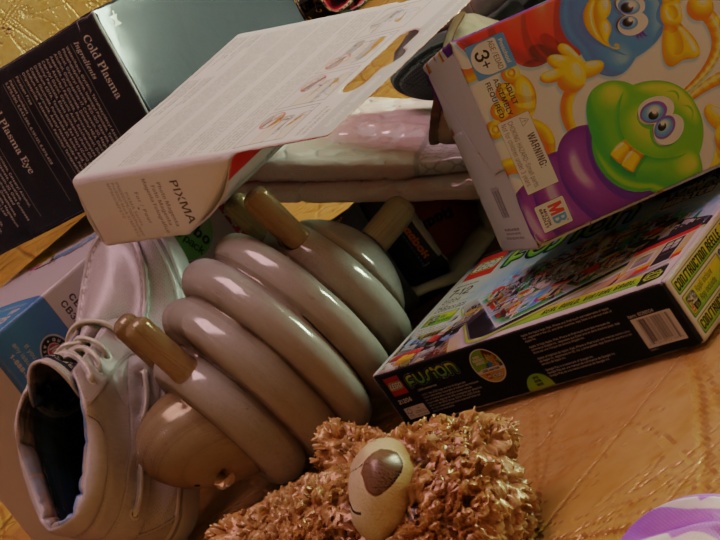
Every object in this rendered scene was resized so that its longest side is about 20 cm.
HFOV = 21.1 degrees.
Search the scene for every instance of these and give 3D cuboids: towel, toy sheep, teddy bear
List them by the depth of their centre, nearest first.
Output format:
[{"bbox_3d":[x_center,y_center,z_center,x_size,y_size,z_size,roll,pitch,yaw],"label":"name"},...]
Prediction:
[{"bbox_3d":[-0.018,0.115,0.810,0.145,0.067,0.200,-46,16,-30],"label":"teddy bear"},{"bbox_3d":[-0.042,0.034,1.013,0.200,0.138,0.138,-48,14,-8],"label":"toy sheep"},{"bbox_3d":[0.015,-0.079,1.175,0.190,0.032,0.200,0,16,13],"label":"towel"}]

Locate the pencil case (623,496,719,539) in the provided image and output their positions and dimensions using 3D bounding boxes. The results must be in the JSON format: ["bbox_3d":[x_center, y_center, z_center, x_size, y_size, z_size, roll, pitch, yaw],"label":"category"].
[{"bbox_3d":[0.055,0.144,0.465,0.200,0.084,0.086,-44,-9,-36],"label":"pencil case"}]

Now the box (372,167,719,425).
[{"bbox_3d":[0.105,0.012,0.927,0.200,0.035,0.110,-22,19,48],"label":"box"}]

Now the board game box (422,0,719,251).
[{"bbox_3d":[0.145,-0.096,0.915,0.200,0.103,0.105,-24,2,-5],"label":"board game box"}]

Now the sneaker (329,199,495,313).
[{"bbox_3d":[0.000,0.000,1.148,0.200,0.079,0.079,-38,7,-17],"label":"sneaker"}]

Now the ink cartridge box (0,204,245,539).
[{"bbox_3d":[-0.146,0.049,1.200,0.200,0.147,0.146,-45,15,-32],"label":"ink cartridge box"}]

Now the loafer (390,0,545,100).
[{"bbox_3d":[0.091,-0.162,1.144,0.200,0.072,0.063,-27,56,48],"label":"loafer"}]

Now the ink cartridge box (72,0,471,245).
[{"bbox_3d":[-0.037,-0.083,1.029,0.200,0.057,0.163,-1,34,42],"label":"ink cartridge box"}]

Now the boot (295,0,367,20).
[{"bbox_3d":[-0.053,-0.374,2.657,0.200,0.073,0.151,-31,12,-4],"label":"boot"}]

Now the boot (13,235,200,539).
[{"bbox_3d":[-0.138,0.052,1.042,0.073,0.201,0.096,-21,-25,27],"label":"boot"}]

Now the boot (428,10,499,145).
[{"bbox_3d":[0.115,-0.094,1.051,0.200,0.146,0.070,-64,-12,-73],"label":"boot"}]

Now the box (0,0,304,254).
[{"bbox_3d":[-0.154,-0.112,1.241,0.182,0.104,0.200,-25,9,35],"label":"box"}]
